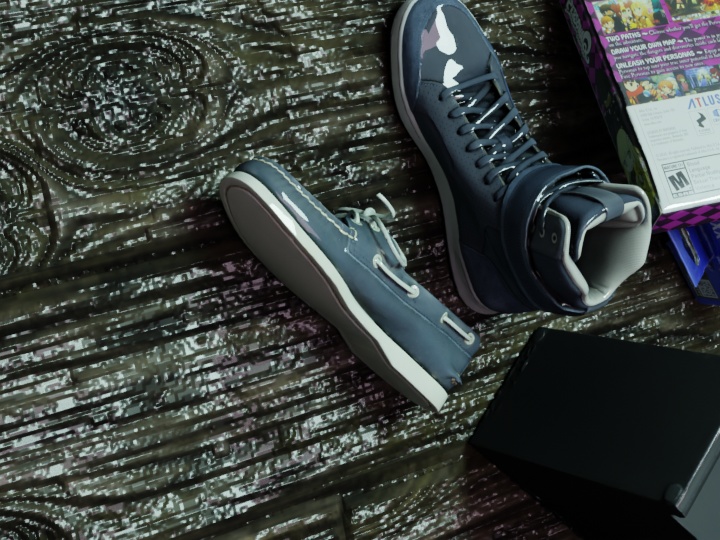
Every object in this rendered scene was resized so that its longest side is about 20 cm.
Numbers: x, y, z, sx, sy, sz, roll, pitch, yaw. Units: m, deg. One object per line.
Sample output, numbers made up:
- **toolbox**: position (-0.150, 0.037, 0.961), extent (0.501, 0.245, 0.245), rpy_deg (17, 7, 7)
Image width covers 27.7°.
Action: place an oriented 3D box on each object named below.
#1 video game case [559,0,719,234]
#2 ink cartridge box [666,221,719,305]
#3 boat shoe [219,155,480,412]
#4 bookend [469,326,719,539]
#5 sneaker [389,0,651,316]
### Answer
- **video game case**: position (0.240, -0.125, 0.906), extent (0.197, 0.036, 0.183), rpy_deg (-12, 68, -14)
- **ink cartridge box**: position (0.265, -0.068, 0.977), extent (0.199, 0.076, 0.137), rpy_deg (-38, 110, -20)
- **boat shoe**: position (0.000, 0.000, 0.830), extent (0.200, 0.075, 0.062), rpy_deg (46, 74, -25)
- **bookend**: position (0.203, 0.135, 0.883), extent (0.198, 0.199, 0.093), rpy_deg (40, 75, -24)
- **sneaker**: position (0.094, -0.069, 0.840), extent (0.076, 0.146, 0.205), rpy_deg (-24, 103, -24)
